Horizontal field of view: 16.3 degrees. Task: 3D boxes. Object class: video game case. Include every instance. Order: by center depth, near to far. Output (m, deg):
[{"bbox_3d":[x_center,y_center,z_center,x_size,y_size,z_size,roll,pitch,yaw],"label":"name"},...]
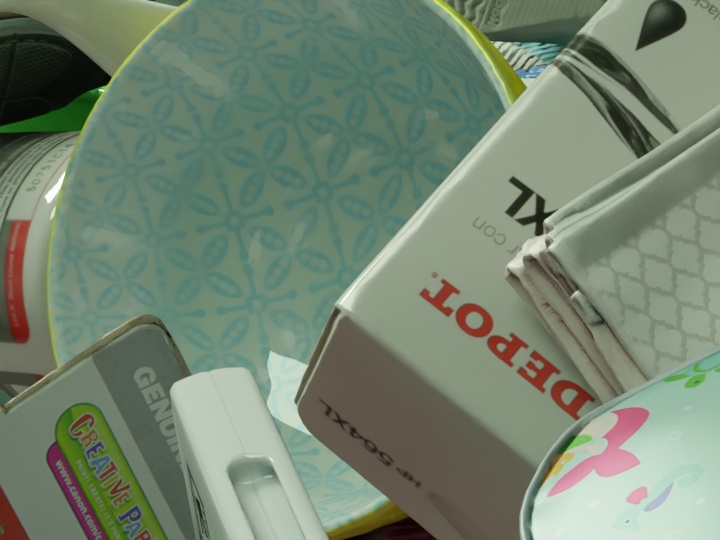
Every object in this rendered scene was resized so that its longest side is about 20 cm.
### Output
[{"bbox_3d":[0.000,0.145,0.525,0.023,0.200,0.182,-12,24,-9],"label":"video game case"}]

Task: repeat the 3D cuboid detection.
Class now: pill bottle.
[{"bbox_3d":[-0.153,0.000,1.031,0.200,0.114,0.114,2,35,41],"label":"pill bottle"}]

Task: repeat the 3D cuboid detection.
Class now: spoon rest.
[{"bbox_3d":[-0.091,-0.082,0.941,0.200,0.061,0.099,-12,8,-35],"label":"spoon rest"}]

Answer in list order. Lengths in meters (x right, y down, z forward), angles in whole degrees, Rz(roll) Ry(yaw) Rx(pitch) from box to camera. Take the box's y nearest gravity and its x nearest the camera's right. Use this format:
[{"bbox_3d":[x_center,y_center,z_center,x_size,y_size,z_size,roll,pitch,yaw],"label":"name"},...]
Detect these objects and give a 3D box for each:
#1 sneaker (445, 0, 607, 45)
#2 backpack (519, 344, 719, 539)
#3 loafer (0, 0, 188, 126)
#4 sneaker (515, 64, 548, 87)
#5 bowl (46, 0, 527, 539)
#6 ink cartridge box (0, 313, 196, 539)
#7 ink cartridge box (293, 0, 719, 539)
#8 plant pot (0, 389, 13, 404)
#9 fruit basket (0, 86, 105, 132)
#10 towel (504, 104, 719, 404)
[{"bbox_3d":[0.138,-0.135,1.104,0.200,0.074,0.118,4,14,22],"label":"sneaker"},{"bbox_3d":[0.106,0.100,0.515,0.200,0.151,0.178,-29,27,-1],"label":"backpack"},{"bbox_3d":[-0.126,-0.104,1.021,0.200,0.063,0.072,-14,-25,-32],"label":"loafer"},{"bbox_3d":[0.014,-0.028,0.997,0.200,0.077,0.085,-12,31,22],"label":"sneaker"},{"bbox_3d":[0.000,0.000,0.885,0.200,0.200,0.108,-6,-12,32],"label":"bowl"},{"bbox_3d":[-0.098,0.125,0.641,0.175,0.200,0.084,-32,26,-18],"label":"ink cartridge box"},{"bbox_3d":[0.100,0.003,0.729,0.200,0.146,0.084,-48,-8,-25],"label":"ink cartridge box"},{"bbox_3d":[-0.192,0.107,0.772,0.200,0.201,0.161,-32,16,-18],"label":"plant pot"},{"bbox_3d":[-0.111,-0.091,1.172,0.185,0.094,0.200,8,27,17],"label":"fruit basket"},{"bbox_3d":[0.169,0.018,0.674,0.200,0.191,0.032,-35,-9,-22],"label":"towel"}]
